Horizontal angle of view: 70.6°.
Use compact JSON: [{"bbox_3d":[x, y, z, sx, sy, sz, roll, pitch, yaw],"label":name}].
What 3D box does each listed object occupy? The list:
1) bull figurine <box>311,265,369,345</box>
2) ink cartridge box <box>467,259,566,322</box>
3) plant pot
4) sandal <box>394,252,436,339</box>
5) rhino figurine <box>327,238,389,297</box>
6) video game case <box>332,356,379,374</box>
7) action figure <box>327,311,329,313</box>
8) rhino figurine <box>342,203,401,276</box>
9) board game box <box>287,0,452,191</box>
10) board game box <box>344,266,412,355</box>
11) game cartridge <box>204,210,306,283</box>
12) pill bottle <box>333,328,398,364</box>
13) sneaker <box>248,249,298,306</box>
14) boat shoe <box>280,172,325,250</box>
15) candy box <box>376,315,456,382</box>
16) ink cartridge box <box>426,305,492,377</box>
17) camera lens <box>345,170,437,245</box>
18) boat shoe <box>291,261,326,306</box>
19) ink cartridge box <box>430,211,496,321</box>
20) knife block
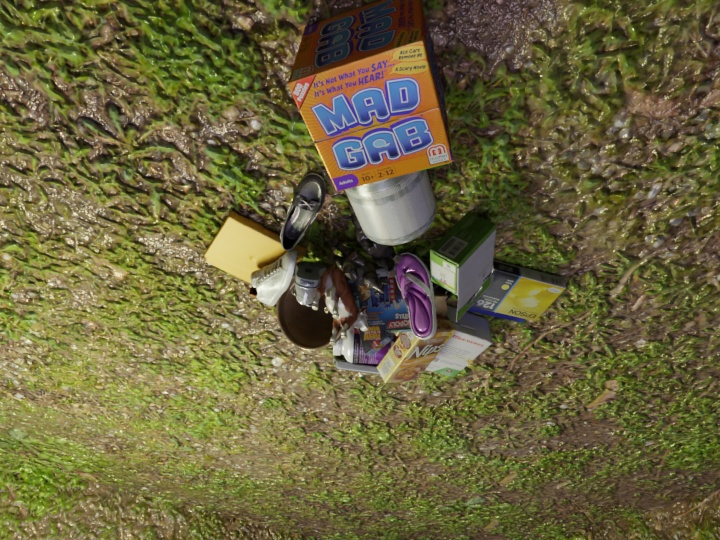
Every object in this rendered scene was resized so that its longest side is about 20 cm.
[{"bbox_3d":[-0.041,0.085,1.112,0.065,0.122,0.201,-7,131,24],"label":"bull figurine"},{"bbox_3d":[0.379,0.071,1.294,0.196,0.047,0.201,12,134,-10],"label":"ink cartridge box"},{"bbox_3d":[-0.104,0.097,1.281,0.199,0.203,0.093,-16,170,20],"label":"plant pot"},{"bbox_3d":[0.123,0.051,1.131,0.082,0.204,0.050,-24,162,24],"label":"sandal"},{"bbox_3d":[0.000,0.000,1.141,0.060,0.200,0.087,-51,132,1],"label":"rhino figurine"},{"bbox_3d":[0.023,0.280,1.477,0.198,0.022,0.182,8,174,-6],"label":"video game case"},{"bbox_3d":[0.024,0.099,1.322,0.199,0.065,0.099,-25,112,27],"label":"action figure"},{"bbox_3d":[0.022,-0.076,1.132,0.060,0.088,0.200,-38,127,2],"label":"rhino figurine"},{"bbox_3d":[0.026,-0.287,0.819,0.198,0.201,0.201,-12,134,16],"label":"board game box"},{"bbox_3d":[0.064,0.097,1.209,0.198,0.202,0.062,-6,167,20],"label":"board game box"},{"bbox_3d":[-0.257,-0.040,1.227,0.199,0.033,0.176,28,131,-21],"label":"game cartridge"},{"bbox_3d":[0.026,0.199,1.400,0.198,0.113,0.113,3,137,-1],"label":"pill bottle"},{"bbox_3d":[-0.212,0.015,1.204,0.084,0.073,0.200,21,135,-18],"label":"sneaker"},{"bbox_3d":[-0.127,-0.121,1.109,0.066,0.057,0.200,19,134,-15],"label":"boat shoe"},{"bbox_3d":[0.141,0.200,1.292,0.115,0.055,0.201,7,128,-39],"label":"candy box"},{"bbox_3d":[0.245,0.199,1.407,0.144,0.084,0.200,18,135,-16],"label":"ink cartridge box"},{"bbox_3d":[0.053,-0.162,0.980,0.159,0.161,0.201,-12,135,16],"label":"camera lens"},{"bbox_3d":[-0.117,0.037,1.150,0.074,0.202,0.087,10,102,-7],"label":"boat shoe"},{"bbox_3d":[0.229,-0.003,1.141,0.075,0.148,0.201,30,149,31],"label":"ink cartridge box"},{"bbox_3d":[0.150,0.059,1.238,0.199,0.064,0.176,-26,143,-1],"label":"knife block"}]
